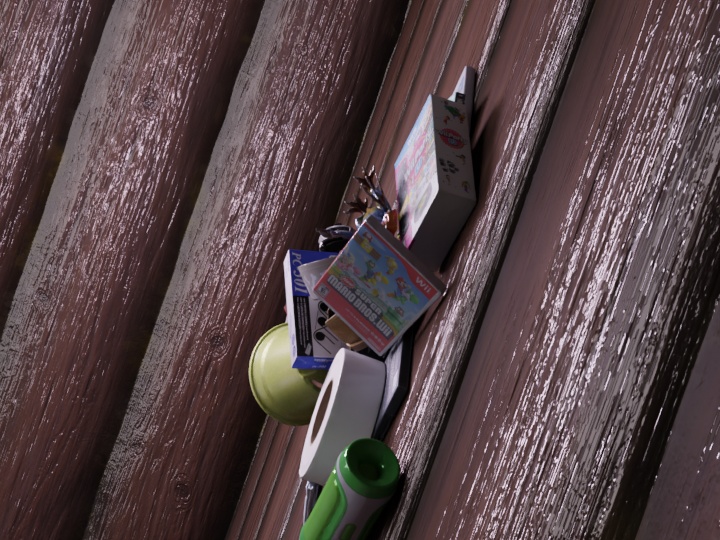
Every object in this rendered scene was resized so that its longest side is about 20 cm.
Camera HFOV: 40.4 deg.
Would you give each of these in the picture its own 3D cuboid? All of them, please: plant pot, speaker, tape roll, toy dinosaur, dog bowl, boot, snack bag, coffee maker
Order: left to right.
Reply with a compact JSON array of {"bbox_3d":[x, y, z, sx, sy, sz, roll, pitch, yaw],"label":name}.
[{"bbox_3d":[-0.090,0.181,1.841,0.184,0.197,0.204,-29,41,62],"label":"plant pot"},{"bbox_3d":[-0.075,0.366,1.630,0.190,0.021,0.204,-79,-4,-58],"label":"snack bag"},{"bbox_3d":[-0.044,0.008,2.070,0.200,0.132,0.196,-120,49,-82],"label":"coffee maker"},{"bbox_3d":[-0.028,0.224,1.465,0.202,0.069,0.206,-160,89,-83],"label":"tape roll"},{"bbox_3d":[-0.017,0.303,1.236,0.089,0.087,0.202,-79,10,-51],"label":"speaker"},{"bbox_3d":[0.000,0.000,1.553,0.200,0.196,0.060,157,99,-81],"label":"dog bowl"},{"bbox_3d":[0.019,0.057,1.453,0.199,0.075,0.075,-34,30,44],"label":"boot"},{"bbox_3d":[0.035,-0.076,1.423,0.106,0.197,0.182,-56,39,21],"label":"toy dinosaur"}]

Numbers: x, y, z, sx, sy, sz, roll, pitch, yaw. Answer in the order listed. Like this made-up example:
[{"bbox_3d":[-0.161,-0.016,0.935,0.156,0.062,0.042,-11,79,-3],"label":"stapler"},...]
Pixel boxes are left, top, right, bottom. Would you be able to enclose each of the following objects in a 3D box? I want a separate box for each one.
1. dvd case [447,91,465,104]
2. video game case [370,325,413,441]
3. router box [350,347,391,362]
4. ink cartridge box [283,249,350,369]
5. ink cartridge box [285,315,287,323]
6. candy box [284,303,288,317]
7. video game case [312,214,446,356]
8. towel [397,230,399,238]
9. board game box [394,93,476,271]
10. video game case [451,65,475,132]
[{"bbox_3d":[0.118,-0.162,1.537,0.146,0.022,0.205,150,130,-71],"label":"dvd case"},{"bbox_3d":[0.031,0.193,1.431,0.144,0.019,0.202,-80,10,-55],"label":"video game case"},{"bbox_3d":[0.003,0.146,1.640,0.158,0.051,0.202,-80,11,-56],"label":"router box"},{"bbox_3d":[-0.074,0.063,1.624,0.044,0.092,0.204,119,149,-53],"label":"ink cartridge box"},{"bbox_3d":[-0.164,0.070,3.087,0.146,0.082,0.202,-81,13,-54],"label":"ink cartridge box"},{"bbox_3d":[-0.036,0.037,1.753,0.197,0.057,0.117,-26,-5,-14],"label":"candy box"},{"bbox_3d":[0.022,0.026,1.369,0.017,0.143,0.200,-45,-3,-39],"label":"video game case"},{"bbox_3d":[0.094,-0.146,1.707,0.200,0.022,0.147,106,176,-76],"label":"towel"},{"bbox_3d":[0.104,-0.126,1.400,0.149,0.063,0.203,118,160,-44],"label":"board game box"},{"bbox_3d":[0.144,-0.216,1.632,0.202,0.022,0.184,-79,10,-49],"label":"video game case"}]
